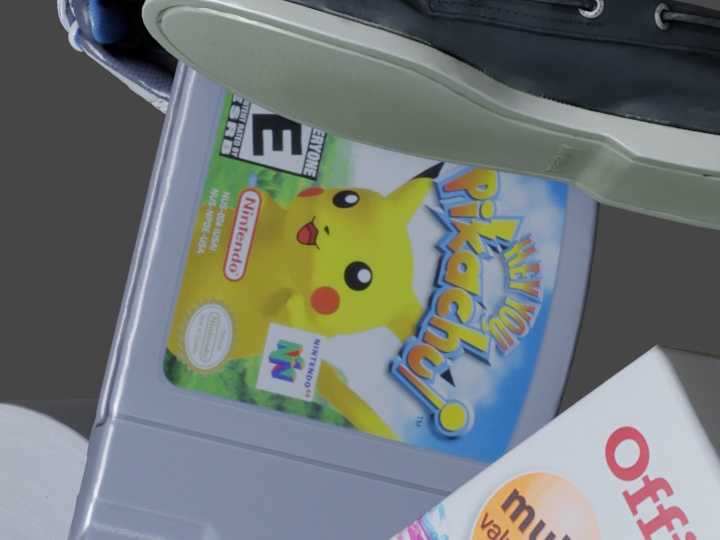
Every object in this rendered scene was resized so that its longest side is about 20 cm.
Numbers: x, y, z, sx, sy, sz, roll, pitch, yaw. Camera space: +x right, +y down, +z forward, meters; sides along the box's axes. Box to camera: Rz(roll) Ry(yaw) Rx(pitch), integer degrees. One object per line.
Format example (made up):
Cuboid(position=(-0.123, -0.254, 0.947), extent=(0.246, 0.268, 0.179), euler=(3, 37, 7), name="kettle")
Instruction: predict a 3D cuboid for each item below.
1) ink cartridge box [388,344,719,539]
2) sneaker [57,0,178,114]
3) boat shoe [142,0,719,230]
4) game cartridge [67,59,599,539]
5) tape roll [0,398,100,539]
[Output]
Cuboid(position=(0.071, 0.134, 0.727), extent=(0.200, 0.144, 0.146), euler=(-39, 63, 25), name="ink cartridge box")
Cuboid(position=(-0.063, -0.099, 0.895), extent=(0.200, 0.085, 0.077), euler=(41, 108, 34), name="sneaker")
Cuboid(position=(0.041, -0.067, 0.771), extent=(0.198, 0.075, 0.066), euler=(14, 74, -5), name="boat shoe")
Cuboid(position=(0.000, 0.000, 0.811), extent=(0.040, 0.133, 0.201), euler=(169, 114, -73), name="game cartridge")
Cuboid(position=(-0.097, 0.141, 0.887), extent=(0.200, 0.066, 0.201), euler=(-2, 87, 41), name="tape roll")
